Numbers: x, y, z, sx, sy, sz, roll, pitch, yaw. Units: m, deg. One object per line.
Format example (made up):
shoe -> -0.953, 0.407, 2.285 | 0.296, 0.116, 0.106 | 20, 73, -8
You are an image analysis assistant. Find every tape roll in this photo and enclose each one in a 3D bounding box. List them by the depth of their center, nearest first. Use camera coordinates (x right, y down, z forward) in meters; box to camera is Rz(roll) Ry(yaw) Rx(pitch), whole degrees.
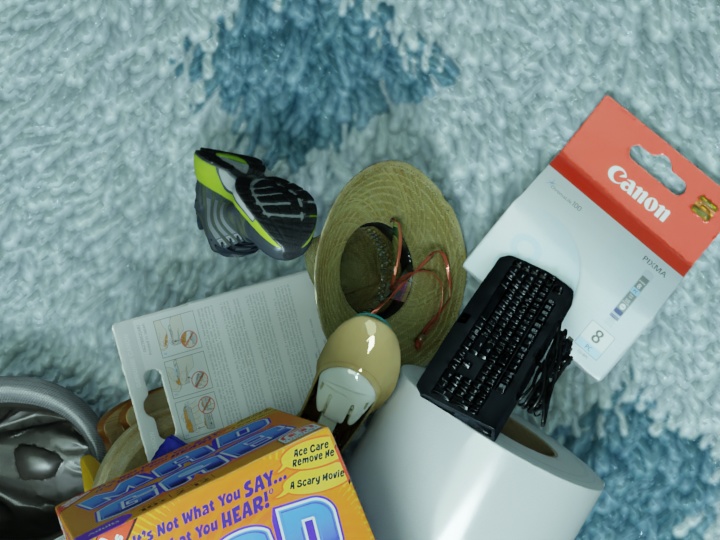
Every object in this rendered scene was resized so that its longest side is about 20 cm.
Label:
tape roll -> 0.087, 0.189, 1.246 | 0.202, 0.203, 0.140 | 30, 96, 8

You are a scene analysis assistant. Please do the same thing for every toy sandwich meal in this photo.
toy sandwich meal -> -0.175, 0.205, 1.335 | 0.070, 0.204, 0.207 | 4, 93, 52

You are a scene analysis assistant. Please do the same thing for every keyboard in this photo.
keyboard -> 0.129, 0.054, 1.202 | 0.103, 0.200, 0.040 | 29, 134, 7

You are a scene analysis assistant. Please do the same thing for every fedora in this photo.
fedora -> -0.321, 0.183, 1.372 | 0.198, 0.090, 0.179 | -7, 93, 0

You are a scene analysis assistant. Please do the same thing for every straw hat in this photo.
straw hat -> 0.000, 0.000, 1.294 | 0.085, 0.200, 0.203 | 7, 93, 43

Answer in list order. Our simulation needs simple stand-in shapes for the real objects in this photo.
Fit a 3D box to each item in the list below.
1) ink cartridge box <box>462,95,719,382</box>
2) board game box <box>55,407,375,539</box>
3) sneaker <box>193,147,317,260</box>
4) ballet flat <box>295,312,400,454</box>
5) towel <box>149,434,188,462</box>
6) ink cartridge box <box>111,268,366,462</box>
ink cartridge box -> 0.213, -0.029, 1.296 | 0.160, 0.047, 0.200 | 40, 100, 7
board game box -> -0.099, 0.243, 1.131 | 0.198, 0.200, 0.201 | -24, 96, -15
sneaker -> -0.096, -0.044, 1.300 | 0.073, 0.200, 0.082 | 1, 111, -25
ballet flat -> -0.017, 0.115, 1.218 | 0.068, 0.063, 0.201 | 23, 139, 0
towel -> -0.154, 0.260, 1.241 | 0.147, 0.050, 0.201 | 33, 80, -4
ink cartridge box -> -0.109, 0.099, 1.319 | 0.198, 0.050, 0.163 | -15, 89, -14
